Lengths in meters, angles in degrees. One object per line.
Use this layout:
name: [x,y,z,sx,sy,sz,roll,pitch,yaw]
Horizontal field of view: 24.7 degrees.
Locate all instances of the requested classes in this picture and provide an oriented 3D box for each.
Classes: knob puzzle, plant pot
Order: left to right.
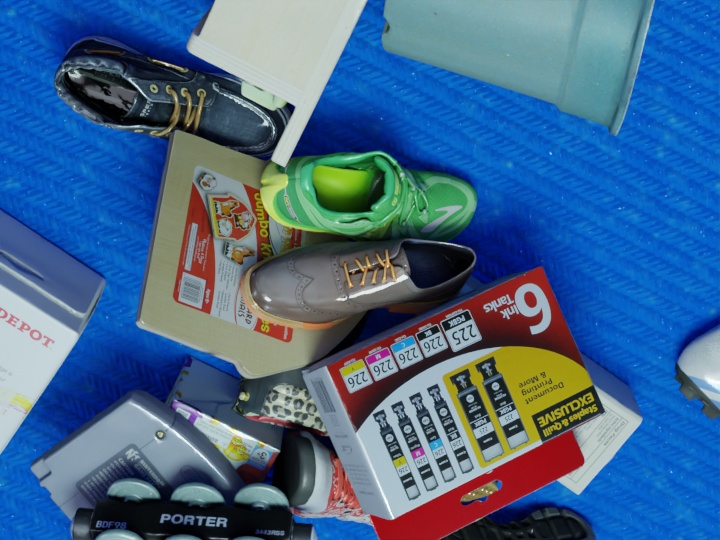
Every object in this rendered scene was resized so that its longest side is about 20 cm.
knob puzzle: [-0.082,-0.001,1.332,0.220,0.220,0.030,41,141,-12]
plant pot: [0.126,-0.221,1.269,0.196,0.200,0.200,12,109,5]

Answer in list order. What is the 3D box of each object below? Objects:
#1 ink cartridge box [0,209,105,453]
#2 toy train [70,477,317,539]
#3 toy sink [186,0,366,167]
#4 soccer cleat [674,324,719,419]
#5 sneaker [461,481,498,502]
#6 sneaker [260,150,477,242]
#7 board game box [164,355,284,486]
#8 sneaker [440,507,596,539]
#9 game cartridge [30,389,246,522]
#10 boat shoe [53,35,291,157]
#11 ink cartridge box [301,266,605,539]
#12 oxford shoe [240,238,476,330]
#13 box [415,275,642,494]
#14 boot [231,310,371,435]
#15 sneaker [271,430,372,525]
ink cartridge box: [-0.334,0.065,1.393,0.145,0.145,0.200,34,107,-10]
toy train: [-0.134,0.233,1.333,0.200,0.085,0.114,2,128,3]
toy sink: [-0.059,-0.206,1.293,0.112,0.130,0.200,26,117,-3]
soccer cleat: [0.367,0.123,1.441,0.200,0.070,0.086,40,106,-12]
sneaker: [0.058,0.144,1.434,0.075,0.090,0.200,-20,150,24]
sneaker: [0.017,-0.056,1.348,0.200,0.084,0.074,3,83,-31]
board game box: [-0.156,0.197,1.458,0.103,0.105,0.200,26,107,-7]
sneaker: [0.116,0.261,1.473,0.200,0.075,0.079,6,127,-23]
game cartridge: [-0.165,0.201,1.387,0.133,0.042,0.200,-36,103,9]
boat shoe: [-0.154,-0.132,1.349,0.200,0.091,0.071,18,109,-5]
ink cartridge box: [0.083,0.117,1.314,0.200,0.084,0.176,-25,91,-16]
oxford shoe: [0.000,0.000,1.318,0.200,0.073,0.071,-8,73,-30]
box: [0.137,0.095,1.431,0.200,0.078,0.095,36,105,-11]
boot: [-0.093,0.043,1.388,0.203,0.073,0.154,18,78,-9]
sneaker: [-0.016,0.180,1.414,0.108,0.201,0.067,6,76,-7]
